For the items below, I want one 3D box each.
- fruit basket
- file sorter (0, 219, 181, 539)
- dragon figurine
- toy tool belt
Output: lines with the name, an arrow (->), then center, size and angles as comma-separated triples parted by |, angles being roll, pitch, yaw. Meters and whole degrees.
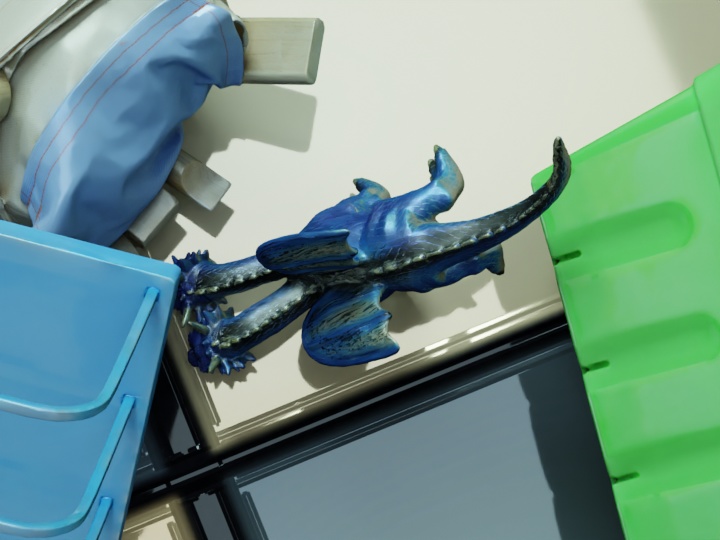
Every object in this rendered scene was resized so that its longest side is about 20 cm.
fruit basket -> 0.184, 0.015, 0.798 | 0.215, 0.156, 0.216 | -1, 86, 12
file sorter -> -0.161, 0.092, 0.748 | 0.139, 0.123, 0.200 | 14, 113, -1
dragon figurine -> 0.000, 0.000, 0.803 | 0.099, 0.200, 0.059 | -35, 107, -34
toy tool belt -> -0.113, -0.045, 0.811 | 0.123, 0.125, 0.200 | 33, 81, 12
